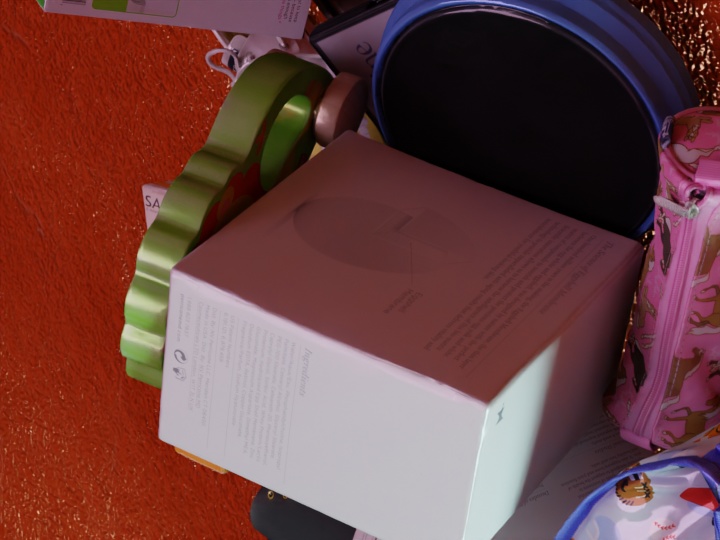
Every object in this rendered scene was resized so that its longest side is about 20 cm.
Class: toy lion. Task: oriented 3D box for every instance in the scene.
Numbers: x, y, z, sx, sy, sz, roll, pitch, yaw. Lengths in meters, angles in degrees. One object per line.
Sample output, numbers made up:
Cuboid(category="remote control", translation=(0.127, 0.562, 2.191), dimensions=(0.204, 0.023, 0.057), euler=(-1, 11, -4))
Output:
Cuboid(category="toy lion", translation=(-0.077, -0.029, 1.475), dimensions=(0.069, 0.192, 0.200), euler=(21, 98, 15))

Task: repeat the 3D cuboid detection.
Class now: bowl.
Cuboid(category="bowl", translation=(0.098, -0.089, 1.463), dimensions=(0.200, 0.039, 0.201), euler=(19, 138, 18))

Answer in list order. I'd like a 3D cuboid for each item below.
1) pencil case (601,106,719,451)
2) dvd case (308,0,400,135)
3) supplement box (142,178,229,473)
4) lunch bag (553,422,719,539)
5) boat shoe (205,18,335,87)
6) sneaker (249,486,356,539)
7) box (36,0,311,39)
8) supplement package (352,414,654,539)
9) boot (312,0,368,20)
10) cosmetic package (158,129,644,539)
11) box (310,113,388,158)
Cuboid(category="pencil case", translation=(0.189, 0.008, 1.410), dimensions=(0.083, 0.086, 0.200), euler=(-114, 24, -50))
Cuboid(category="dvd case", translation=(0.077, -0.117, 1.495), dimensions=(0.200, 0.018, 0.143), euler=(-20, 118, 45))
Cuboid(category="supplement box", translation=(-0.073, 0.027, 1.788), dimensions=(0.073, 0.126, 0.201), euler=(17, 118, 55))
Cuboid(category="lunch bag", translation=(0.205, 0.138, 1.365), dimensions=(0.124, 0.170, 0.200), euler=(52, 141, 22))
Cuboid(category="boat shoe", translation=(-0.068, -0.144, 1.744), dimensions=(0.202, 0.086, 0.075), euler=(59, 145, 24))
Cuboid(category="sneaker", translation=(-0.009, 0.139, 1.664), dimensions=(0.106, 0.075, 0.200), euler=(35, 131, 14))
Cuboid(category="box", translation=(-0.105, -0.257, 1.565), dimensions=(0.097, 0.176, 0.200), euler=(-129, 47, -57))
Cuboid(category="supplement package", translation=(0.113, 0.193, 1.536), dimensions=(0.200, 0.151, 0.151), euler=(55, 150, 28))
Cuboid(category="boot", translation=(0.023, -0.260, 1.583), dimensions=(0.200, 0.064, 0.187), euler=(-38, 69, 52))
Cuboid(category="cosmetic package", translation=(0.024, 0.041, 1.435), dimensions=(0.200, 0.199, 0.123), euler=(22, 126, 22))
Cuboid(category="box", translation=(0.000, 0.000, 1.593), dimensions=(0.117, 0.048, 0.200), euler=(-31, 79, 14))
